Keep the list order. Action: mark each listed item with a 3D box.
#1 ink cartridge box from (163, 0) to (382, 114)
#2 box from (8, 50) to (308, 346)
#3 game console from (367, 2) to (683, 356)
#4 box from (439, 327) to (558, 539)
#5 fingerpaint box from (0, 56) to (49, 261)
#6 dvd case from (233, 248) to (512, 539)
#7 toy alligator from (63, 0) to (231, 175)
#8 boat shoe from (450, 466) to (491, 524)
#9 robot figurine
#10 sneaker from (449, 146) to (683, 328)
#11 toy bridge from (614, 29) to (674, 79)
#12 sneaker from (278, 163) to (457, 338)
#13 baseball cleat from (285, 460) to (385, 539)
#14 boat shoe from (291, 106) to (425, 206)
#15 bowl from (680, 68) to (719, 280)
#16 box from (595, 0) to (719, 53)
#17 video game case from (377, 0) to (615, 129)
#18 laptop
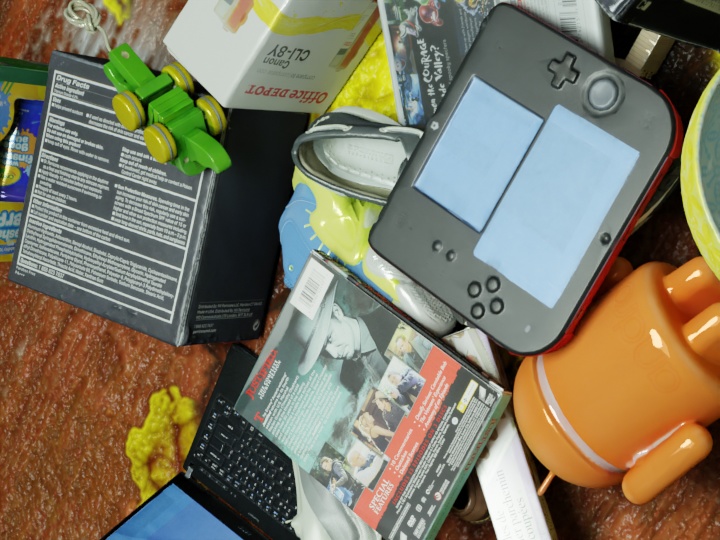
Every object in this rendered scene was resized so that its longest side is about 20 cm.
[{"bbox_3d":[-0.038,-0.223,1.225,0.083,0.145,0.201,47,115,22],"label":"ink cartridge box"},{"bbox_3d":[-0.169,-0.062,1.328,0.198,0.123,0.201,19,101,30],"label":"box"},{"bbox_3d":[0.110,-0.061,1.087,0.176,0.031,0.201,35,102,27],"label":"game console"},{"bbox_3d":[0.105,0.140,1.154,0.038,0.041,0.202,-21,70,12],"label":"box"},{"bbox_3d":[-0.298,-0.096,1.369,0.073,0.199,0.169,18,100,31],"label":"fingerpaint box"},{"bbox_3d":[0.004,0.097,1.177,0.199,0.022,0.147,35,106,30],"label":"dvd case"},{"bbox_3d":[-0.164,-0.131,1.226,0.200,0.059,0.055,45,152,23],"label":"toy alligator"},{"bbox_3d":[0.046,0.108,1.219,0.072,0.067,0.201,-48,66,25],"label":"boat shoe"},{"bbox_3d":[0.186,0.072,1.096,0.200,0.116,0.144,-40,85,29],"label":"robot figurine"},{"bbox_3d":[0.149,-0.032,1.125,0.200,0.079,0.074,-40,67,25],"label":"sneaker"},{"bbox_3d":[0.137,-0.195,1.176,0.199,0.027,0.068,39,112,28],"label":"toy bridge"},{"bbox_3d":[0.000,0.000,1.251,0.106,0.075,0.201,-56,51,31],"label":"sneaker"},{"bbox_3d":[-0.012,0.140,1.251,0.105,0.070,0.203,-11,74,9],"label":"baseball cleat"},{"bbox_3d":[0.041,-0.072,1.179,0.198,0.060,0.077,11,117,30],"label":"boat shoe"},{"bbox_3d":[0.286,-0.045,1.018,0.108,0.198,0.202,129,124,-71],"label":"bowl"},{"bbox_3d":[0.183,-0.260,1.043,0.118,0.196,0.201,-48,66,24],"label":"box"},{"bbox_3d":[0.105,-0.127,1.163,0.180,0.023,0.202,3,114,34],"label":"video game case"},{"bbox_3d":[-0.106,0.191,1.302,0.176,0.103,0.202,32,108,29],"label":"laptop"}]
